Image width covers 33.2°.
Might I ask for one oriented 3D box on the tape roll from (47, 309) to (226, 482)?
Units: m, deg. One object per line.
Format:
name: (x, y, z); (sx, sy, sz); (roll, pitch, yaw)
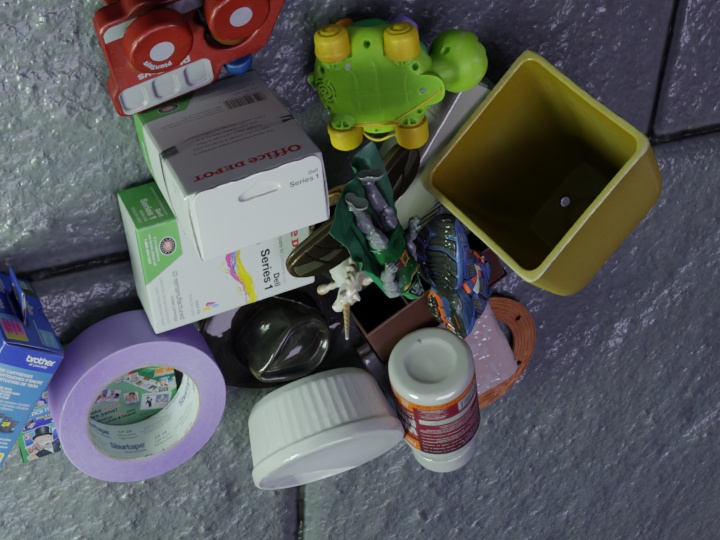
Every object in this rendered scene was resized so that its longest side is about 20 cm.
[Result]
tape roll: (-0.258, 0.147, 1.402); (0.197, 0.066, 0.203); (-14, 127, -19)

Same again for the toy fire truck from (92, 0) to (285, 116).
toy fire truck: (-0.168, -0.243, 1.202); (0.198, 0.113, 0.169); (-24, 155, -11)

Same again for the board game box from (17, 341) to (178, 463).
board game box: (-0.316, 0.140, 1.428); (0.197, 0.029, 0.136); (-16, 128, -18)

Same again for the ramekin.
ramekin: (-0.052, 0.197, 1.526); (0.199, 0.095, 0.203); (-18, 161, -7)

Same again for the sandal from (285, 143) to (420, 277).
sandal: (-0.014, -0.072, 1.345); (0.201, 0.054, 0.082); (-50, 155, -5)

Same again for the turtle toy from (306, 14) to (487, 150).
turtle toy: (0.039, -0.215, 1.307); (0.196, 0.102, 0.147); (-1, 130, 10)

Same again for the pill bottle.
pill bottle: (0.099, 0.171, 1.549); (0.108, 0.110, 0.201); (-25, 143, -10)

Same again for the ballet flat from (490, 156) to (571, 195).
ballet flat: (0.179, -0.128, 1.494); (0.197, 0.071, 0.072); (-15, 128, -18)

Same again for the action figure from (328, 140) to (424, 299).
action figure: (0.030, -0.030, 1.318); (0.119, 0.054, 0.201); (-61, 147, -24)

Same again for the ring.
ring: (0.155, 0.118, 1.680); (0.197, 0.019, 0.203); (-15, 129, -20)

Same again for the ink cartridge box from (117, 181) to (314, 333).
ink cartridge box: (-0.157, -0.036, 1.353); (0.197, 0.084, 0.147); (-18, 129, -18)

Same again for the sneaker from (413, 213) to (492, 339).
sneaker: (0.113, -0.006, 1.424); (0.079, 0.075, 0.201); (-46, 151, -20)

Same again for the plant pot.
plant pot: (0.226, -0.090, 1.382); (0.195, 0.195, 0.199); (-49, 148, 6)

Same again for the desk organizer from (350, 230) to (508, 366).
desk organizer: (0.081, 0.022, 1.525); (0.199, 0.072, 0.077); (-36, 145, -2)

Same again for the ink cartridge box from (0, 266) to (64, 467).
ink cartridge box: (-0.391, 0.095, 1.281); (0.076, 0.137, 0.201); (19, 111, -42)

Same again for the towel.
towel: (0.107, 0.120, 1.623); (0.190, 0.032, 0.201); (-34, 133, -4)

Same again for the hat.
hat: (-0.095, 0.090, 1.479); (0.198, 0.081, 0.203); (-15, 129, -19)

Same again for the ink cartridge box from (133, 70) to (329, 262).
ink cartridge box: (-0.134, -0.111, 1.235); (0.144, 0.201, 0.085); (-19, 129, -14)

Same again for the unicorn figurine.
unicorn figurine: (0.000, 0.000, 1.417); (0.199, 0.137, 0.075); (-38, 103, -30)

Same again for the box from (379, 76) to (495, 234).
box: (0.079, -0.145, 1.411); (0.068, 0.082, 0.202); (15, 116, -37)
